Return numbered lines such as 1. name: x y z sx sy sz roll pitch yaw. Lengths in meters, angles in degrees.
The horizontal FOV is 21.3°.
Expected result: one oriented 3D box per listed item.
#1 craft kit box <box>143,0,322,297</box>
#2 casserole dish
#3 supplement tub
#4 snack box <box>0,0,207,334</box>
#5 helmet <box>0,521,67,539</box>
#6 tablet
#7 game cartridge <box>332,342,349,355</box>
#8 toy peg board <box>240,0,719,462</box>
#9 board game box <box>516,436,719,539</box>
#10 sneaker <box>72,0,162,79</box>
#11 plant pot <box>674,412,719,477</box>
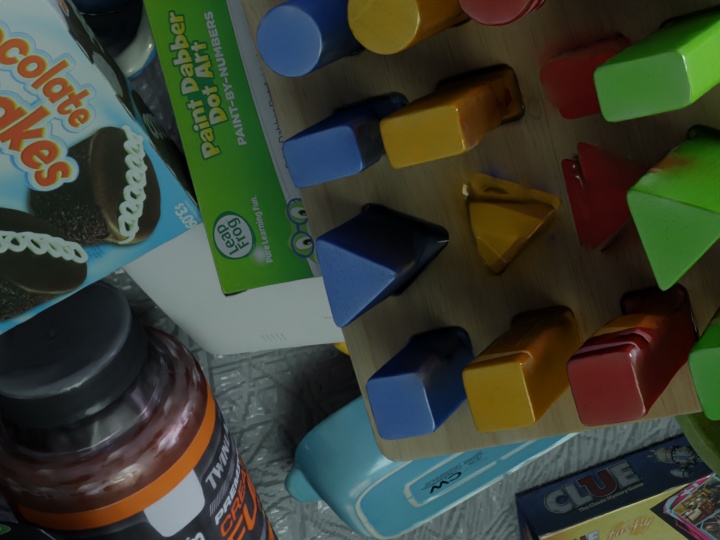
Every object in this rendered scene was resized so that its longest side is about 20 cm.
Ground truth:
1. craft kit box: 0.014 -0.103 0.702 0.196 0.048 0.202 -9 102 24
2. casserole dish: 0.057 0.074 0.950 0.199 0.039 0.121 -29 153 0
3. supplement tub: -0.106 0.099 0.880 0.106 0.107 0.201 -24 131 -5
4. snack box: -0.152 -0.063 0.697 0.115 0.037 0.200 -28 135 6
5. helmet: -0.158 0.206 0.791 0.198 0.203 0.190 5 168 -24
6. tablet: 0.000 0.000 0.821 0.198 0.014 0.130 -7 150 19
7. game cartridge: 0.023 -0.040 0.881 0.199 0.033 0.177 25 112 -34
8. toy peg board: 0.053 -0.032 0.627 0.197 0.098 0.202 -12 100 27
9. board game box: 0.191 0.153 1.095 0.198 0.035 0.136 -18 130 -10
10. sneaker: -0.143 -0.143 0.707 0.072 0.073 0.199 -43 128 14
11. plant pot: 0.276 0.010 0.945 0.188 0.200 0.202 -4 127 -37
